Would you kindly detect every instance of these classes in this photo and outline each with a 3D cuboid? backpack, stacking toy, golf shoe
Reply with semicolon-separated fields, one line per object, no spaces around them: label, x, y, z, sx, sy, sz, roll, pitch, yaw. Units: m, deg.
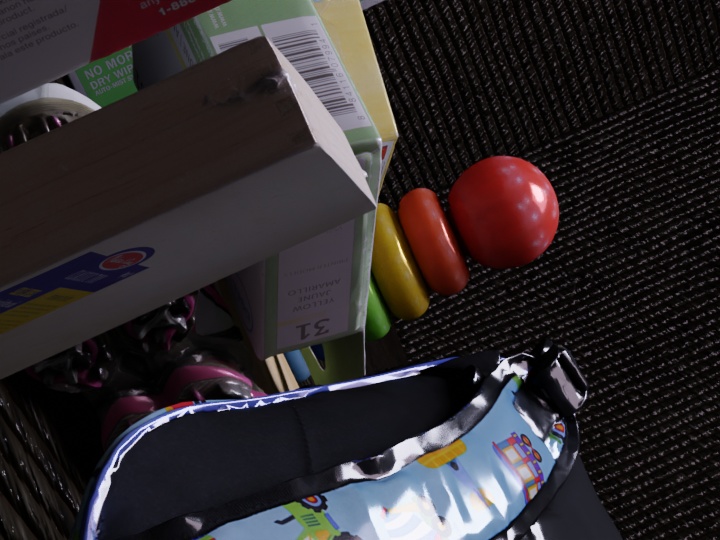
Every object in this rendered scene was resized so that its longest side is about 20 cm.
backpack;-0.007;0.120;0.530;0.200;0.135;0.183;-4;63;-52
stacking toy;0.000;0.000;1.016;0.085;0.200;0.085;-24;90;-88
golf shoe;-0.087;0.000;0.709;0.200;0.073;0.092;71;-5;-53

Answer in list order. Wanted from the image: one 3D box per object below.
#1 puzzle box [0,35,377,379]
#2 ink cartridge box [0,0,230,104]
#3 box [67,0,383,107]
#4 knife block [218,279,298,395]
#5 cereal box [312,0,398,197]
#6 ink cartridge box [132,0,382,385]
puzzle box;-0.065;-0.005;0.503;0.200;0.133;0.025;35;31;-86
ink cartridge box;-0.116;-0.148;0.574;0.200;0.145;0.083;64;5;-46
box;-0.071;-0.175;1.146;0.176;0.200;0.097;-109;175;-73
knife block;-0.072;0.028;0.826;0.200;0.064;0.176;-108;173;-64
cereal box;-0.033;-0.070;0.878;0.200;0.039;0.144;107;-30;-65
ink cartridge box;-0.040;-0.026;0.768;0.200;0.048;0.146;96;-26;-50
